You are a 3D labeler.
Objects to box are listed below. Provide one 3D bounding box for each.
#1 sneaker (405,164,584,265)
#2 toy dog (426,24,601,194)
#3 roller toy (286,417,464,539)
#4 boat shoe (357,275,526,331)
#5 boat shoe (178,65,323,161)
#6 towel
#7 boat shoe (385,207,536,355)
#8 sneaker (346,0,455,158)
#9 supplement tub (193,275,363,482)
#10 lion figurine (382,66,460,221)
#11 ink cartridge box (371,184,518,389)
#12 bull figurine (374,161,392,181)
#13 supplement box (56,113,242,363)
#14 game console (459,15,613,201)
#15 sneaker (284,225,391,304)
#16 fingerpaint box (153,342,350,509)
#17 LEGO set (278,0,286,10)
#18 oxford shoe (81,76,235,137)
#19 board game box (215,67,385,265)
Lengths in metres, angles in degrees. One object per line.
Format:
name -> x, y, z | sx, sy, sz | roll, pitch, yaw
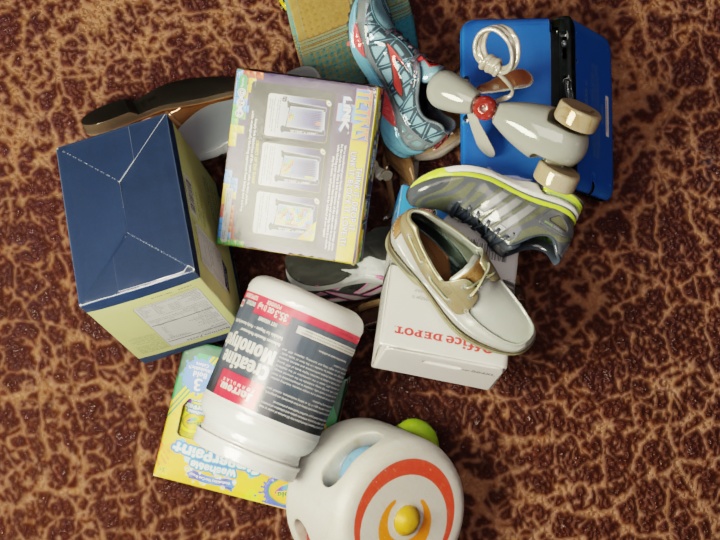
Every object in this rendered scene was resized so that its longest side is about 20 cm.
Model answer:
sneaker -> 0.147, -0.061, 1.584 | 0.199, 0.074, 0.081 | 10, 68, -3
toy dog -> 0.179, -0.169, 1.582 | 0.200, 0.096, 0.132 | 48, 112, 8
roller toy -> 0.020, 0.271, 1.632 | 0.181, 0.139, 0.201 | 7, 94, -33
boat shoe -> 0.098, 0.054, 1.700 | 0.199, 0.070, 0.071 | -9, 83, 2
boat shoe -> -0.125, -0.172, 1.698 | 0.198, 0.068, 0.074 | -28, 52, 5
towel -> -0.013, -0.304, 1.672 | 0.146, 0.022, 0.201 | -20, 128, -6
boat shoe -> 0.111, 0.013, 1.547 | 0.200, 0.068, 0.075 | 40, 65, 6
sneaker -> 0.055, -0.234, 1.639 | 0.095, 0.079, 0.201 | -11, 105, 36
supplement tub -> -0.093, 0.119, 1.602 | 0.140, 0.140, 0.201 | 22, 86, 3
lion figurine -> 0.087, -0.155, 1.708 | 0.199, 0.072, 0.123 | -30, 77, 7
ink cartridge box -> 0.098, 0.020, 1.626 | 0.145, 0.084, 0.201 | 11, 67, -4
bull figurine -> -0.030, -0.139, 1.703 | 0.199, 0.065, 0.122 | -33, 43, 10
supplement box -> -0.232, -0.031, 1.624 | 0.133, 0.200, 0.201 | -16, 65, 6
game console -> 0.208, -0.185, 1.678 | 0.118, 0.170, 0.202 | -4, 81, 35
sneaker -> 0.000, 0.000, 1.710 | 0.199, 0.086, 0.081 | 1, 64, -16
fingerpaint box -> -0.128, 0.184, 1.708 | 0.199, 0.073, 0.168 | 14, 90, 3
LEGO set -> -0.020, -0.377, 1.694 | 0.199, 0.116, 0.154 | -27, 87, 3
oxford shoe -> -0.231, -0.182, 1.738 | 0.199, 0.071, 0.072 | -18, 118, 0
board game box -> -0.068, -0.118, 1.618 | 0.164, 0.057, 0.201 | 9, 96, 7
